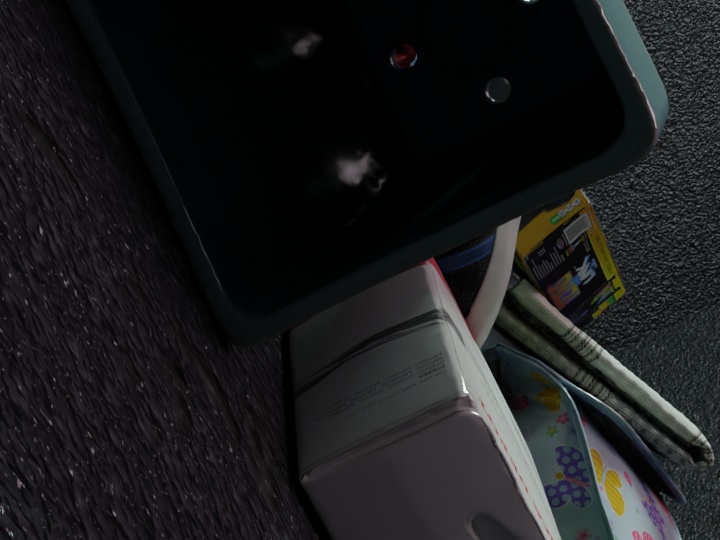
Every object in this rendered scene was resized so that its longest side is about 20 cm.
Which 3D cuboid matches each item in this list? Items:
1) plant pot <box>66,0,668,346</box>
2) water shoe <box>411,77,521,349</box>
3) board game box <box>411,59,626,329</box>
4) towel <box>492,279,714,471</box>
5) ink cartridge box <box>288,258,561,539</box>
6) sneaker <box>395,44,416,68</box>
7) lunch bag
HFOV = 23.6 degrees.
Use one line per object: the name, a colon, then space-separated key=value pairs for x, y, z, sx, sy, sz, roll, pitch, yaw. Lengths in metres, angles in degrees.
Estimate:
plant pot: x=0.021 y=-0.108 z=0.749 sx=0.197 sy=0.196 sz=0.200 roll=64 pitch=22 yaw=1
water shoe: x=0.043 y=-0.039 z=0.902 sx=0.079 sy=0.200 sz=0.072 roll=14 pitch=11 yaw=-19
board game box: x=0.093 y=-0.055 z=1.128 sx=0.165 sy=0.057 sz=0.200 roll=50 pitch=1 yaw=23
towel: x=0.144 y=0.060 z=1.166 sx=0.200 sy=0.035 sz=0.193 roll=37 pitch=0 yaw=1
ink cartridge box: x=0.033 y=0.092 z=0.801 sx=0.146 sy=0.085 sz=0.200 roll=62 pitch=4 yaw=-20
sneaker: x=0.001 y=-0.093 z=0.913 sx=0.200 sy=0.085 sz=0.077 roll=42 pitch=43 yaw=-34
lunch bag: x=0.136 y=0.156 z=1.097 sx=0.170 sy=0.127 sz=0.200 roll=47 pitch=24 yaw=-44
